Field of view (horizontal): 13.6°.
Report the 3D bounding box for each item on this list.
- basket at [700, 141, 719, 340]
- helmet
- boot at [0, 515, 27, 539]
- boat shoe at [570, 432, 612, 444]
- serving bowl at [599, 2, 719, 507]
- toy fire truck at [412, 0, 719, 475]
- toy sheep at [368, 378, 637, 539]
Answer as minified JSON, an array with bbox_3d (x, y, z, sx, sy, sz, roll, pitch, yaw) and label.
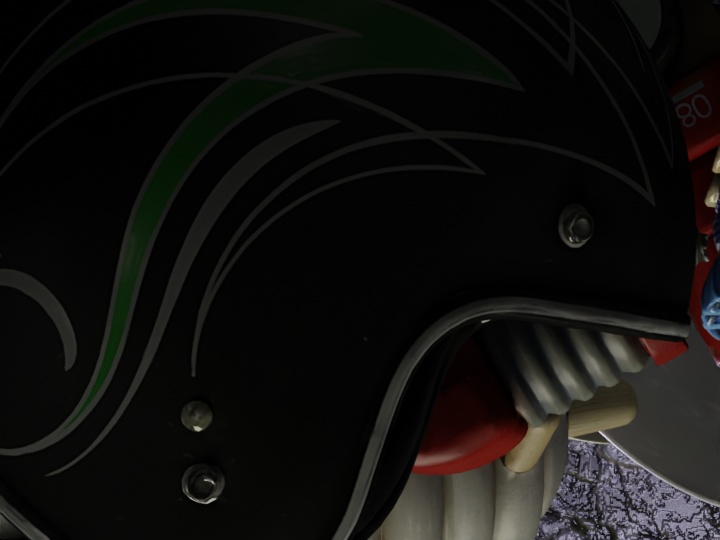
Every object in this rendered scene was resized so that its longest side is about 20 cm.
[{"bbox_3d":[0.166,0.015,0.855,0.138,0.202,0.176,-4,167,4],"label":"basket"},{"bbox_3d":[-0.019,-0.017,0.766,0.200,0.191,0.200,40,-177,-3],"label":"helmet"},{"bbox_3d":[-0.115,0.102,0.981,0.197,0.164,0.073,-4,179,28],"label":"boot"},{"bbox_3d":[0.123,0.042,1.314,0.198,0.075,0.066,-2,168,-13],"label":"boat shoe"},{"bbox_3d":[0.138,-0.012,1.085,0.199,0.201,0.066,4,-150,45],"label":"serving bowl"},{"bbox_3d":[0.073,0.024,0.972,0.175,0.201,0.129,-30,170,4],"label":"toy fire truck"},{"bbox_3d":[0.008,0.062,1.077,0.198,0.139,0.138,-4,-179,-15],"label":"toy sheep"}]
